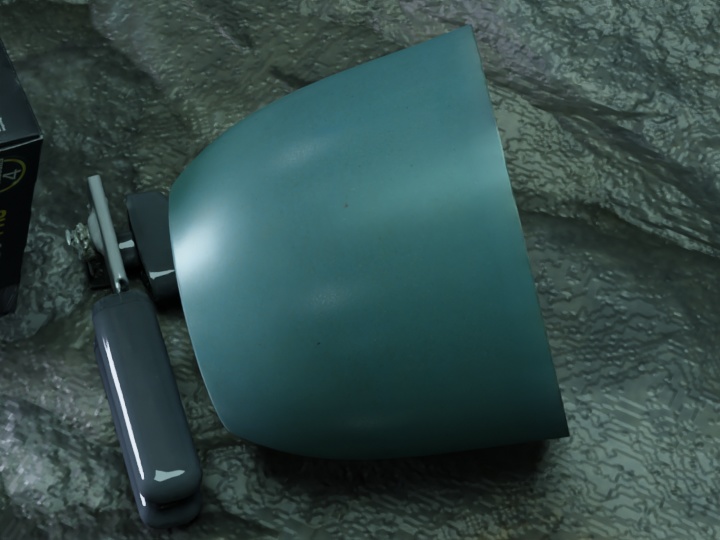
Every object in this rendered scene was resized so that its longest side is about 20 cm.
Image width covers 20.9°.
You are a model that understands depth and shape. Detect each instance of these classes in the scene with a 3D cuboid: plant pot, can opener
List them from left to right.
[{"bbox_3d":[-0.107,0.033,0.989,0.066,0.053,0.201,-9,56,-9],"label":"can opener"},{"bbox_3d":[0.000,0.000,0.936,0.160,0.201,0.202,-14,55,5],"label":"plant pot"}]

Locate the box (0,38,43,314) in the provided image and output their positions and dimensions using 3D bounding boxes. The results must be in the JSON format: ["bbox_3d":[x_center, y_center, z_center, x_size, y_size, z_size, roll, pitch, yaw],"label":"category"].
[{"bbox_3d":[-0.222,-0.096,0.995,0.049,0.161,0.201,-17,65,-23],"label":"box"}]
